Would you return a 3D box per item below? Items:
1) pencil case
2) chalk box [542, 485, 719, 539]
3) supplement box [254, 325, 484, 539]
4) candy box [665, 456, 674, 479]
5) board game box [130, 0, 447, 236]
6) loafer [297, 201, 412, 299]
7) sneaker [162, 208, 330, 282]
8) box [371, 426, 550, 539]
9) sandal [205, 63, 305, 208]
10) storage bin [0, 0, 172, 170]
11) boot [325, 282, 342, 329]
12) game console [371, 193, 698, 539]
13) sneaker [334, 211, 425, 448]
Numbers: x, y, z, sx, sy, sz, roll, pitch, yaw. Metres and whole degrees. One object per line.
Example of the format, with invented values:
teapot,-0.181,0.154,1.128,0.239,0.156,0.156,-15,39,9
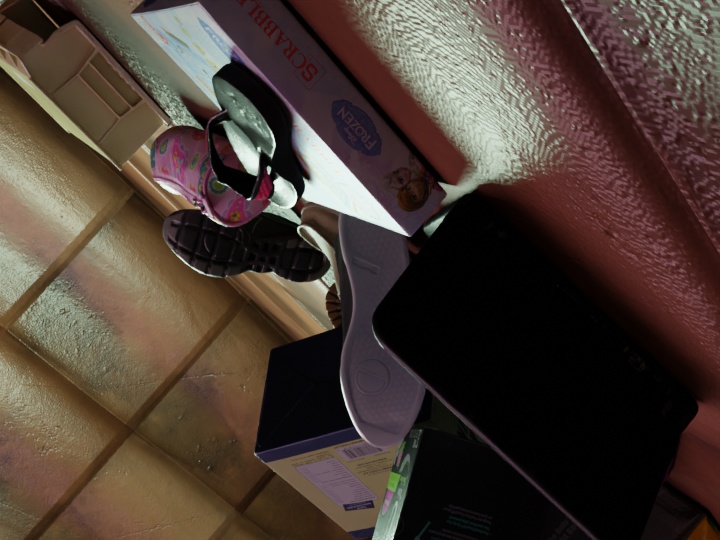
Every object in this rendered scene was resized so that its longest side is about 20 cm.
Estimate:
pencil case,-0.167,-0.106,1.165,0.087,0.088,0.200,46,172,-31
chalk box,0.231,0.249,1.009,0.200,0.125,0.124,34,169,51
supplement box,0.030,0.164,1.131,0.200,0.199,0.135,48,-146,-39
candy box,0.153,0.108,0.860,0.200,0.061,0.136,39,172,24
board game box,-0.056,-0.118,0.734,0.200,0.041,0.199,46,171,-25
loafer,0.000,0.000,0.987,0.200,0.068,0.076,35,170,40
sneaker,-0.133,-0.033,1.236,0.198,0.076,0.079,13,-160,-21
box,0.074,0.247,0.923,0.123,0.202,0.149,16,171,-2
sandal,-0.080,-0.081,0.728,0.075,0.045,0.200,41,172,8
storage bin,-0.374,-0.248,1.374,0.200,0.094,0.199,33,167,49
boot,0.037,0.087,1.268,0.200,0.075,0.107,41,177,-1
game console,0.099,0.061,0.678,0.200,0.117,0.176,43,172,-3
sneaker,0.016,0.038,0.873,0.099,0.070,0.202,-34,-61,-89
